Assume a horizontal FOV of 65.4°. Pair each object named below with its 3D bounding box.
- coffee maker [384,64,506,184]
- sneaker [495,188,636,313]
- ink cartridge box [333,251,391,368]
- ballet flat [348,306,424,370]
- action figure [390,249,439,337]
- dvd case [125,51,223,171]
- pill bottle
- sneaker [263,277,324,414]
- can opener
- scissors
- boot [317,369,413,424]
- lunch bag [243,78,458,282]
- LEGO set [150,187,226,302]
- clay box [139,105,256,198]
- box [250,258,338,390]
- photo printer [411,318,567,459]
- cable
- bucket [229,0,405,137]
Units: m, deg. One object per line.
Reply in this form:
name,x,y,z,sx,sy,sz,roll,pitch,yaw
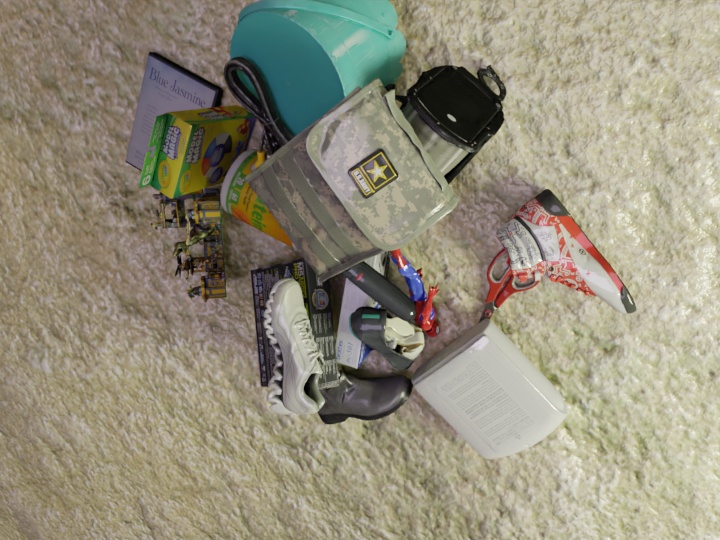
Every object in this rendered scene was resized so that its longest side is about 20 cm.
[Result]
coffee maker,0.091,-0.155,0.751,0.135,0.191,0.200,59,140,15
sneaker,0.275,-0.002,0.771,0.108,0.067,0.202,-38,87,18
ink cartridge box,0.005,0.040,0.874,0.044,0.094,0.201,15,109,15
ballet flat,0.056,0.104,0.844,0.073,0.200,0.073,-13,61,25
action figure,0.087,0.026,0.852,0.051,0.065,0.201,-24,122,-7
dvd case,-0.318,-0.241,0.947,0.142,0.018,0.201,30,116,10
pill bottle,-0.103,-0.097,0.863,0.199,0.111,0.111,27,116,10
sneaker,-0.089,0.110,0.808,0.081,0.075,0.201,0,97,35
can opener,0.000,0.000,0.778,0.200,0.063,0.079,44,111,-1
scissors,0.195,0.051,0.859,0.073,0.014,0.200,36,118,3
boot,-0.024,0.188,0.941,0.199,0.070,0.132,-22,116,25
lunch bag,-0.008,-0.100,0.645,0.200,0.118,0.164,-25,107,41
LEGO set,-0.286,-0.047,0.924,0.115,0.154,0.201,-4,123,-13
clay box,-0.238,-0.179,0.836,0.047,0.200,0.115,29,117,9
box,-0.110,0.087,0.904,0.160,0.044,0.201,-11,84,46
photo printer,0.203,0.193,0.868,0.200,0.069,0.166,45,118,-4
cable,-0.117,-0.174,0.731,0.097,0.050,0.201,10,139,28
bucket,-0.060,-0.274,0.728,0.206,0.135,0.208,23,143,19
